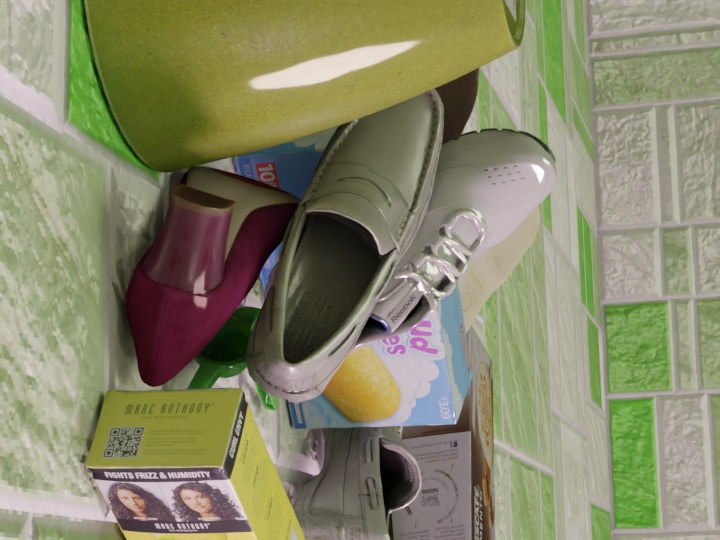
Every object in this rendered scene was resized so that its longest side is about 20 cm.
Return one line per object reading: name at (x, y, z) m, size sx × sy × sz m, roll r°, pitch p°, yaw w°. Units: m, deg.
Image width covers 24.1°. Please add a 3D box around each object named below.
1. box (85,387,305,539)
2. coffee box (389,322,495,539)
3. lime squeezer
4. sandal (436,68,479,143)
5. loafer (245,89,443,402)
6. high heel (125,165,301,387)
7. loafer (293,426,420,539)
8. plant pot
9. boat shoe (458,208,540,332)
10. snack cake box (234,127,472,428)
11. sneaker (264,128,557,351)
box at (-0.071, 0.141, 0.860) m, size 0.201 × 0.075 × 0.050 m, roll 73°, pitch 21°, yaw -45°
coffee box at (0.063, 0.156, 1.370) m, size 0.114 × 0.079 × 0.201 m, roll 54°, pitch 34°, yaw -64°
lime squeezer at (-0.077, 0.056, 0.959) m, size 0.071 × 0.038 × 0.200 m, roll -64°, pitch 170°, yaw 9°
sandal at (0.032, -0.087, 1.126) m, size 0.055 × 0.081 × 0.201 m, roll 37°, pitch -45°, yaw 51°
loafer at (-0.003, -0.023, 0.922) m, size 0.070 × 0.070 × 0.201 m, roll 124°, pitch -12°, yaw -73°
high heel at (-0.083, -0.001, 0.918) m, size 0.200 × 0.067 × 0.097 m, roll -25°, pitch 133°, yaw -76°
loafer at (0.009, 0.141, 1.147) m, size 0.200 × 0.069 × 0.070 m, roll -65°, pitch 148°, yaw -63°
plant pot at (-0.018, -0.154, 0.888) m, size 0.187 × 0.199 × 0.188 m, roll -4°, pitch 90°, yaw -76°
boat shoe at (0.060, 0.011, 1.329) m, size 0.202 × 0.063 × 0.074 m, roll -50°, pitch 142°, yaw -21°
snack cake box at (0.000, 0.000, 1.089) m, size 0.067 × 0.114 × 0.201 m, roll -63°, pitch 146°, yaw -60°
sneaker at (0.035, -0.005, 0.989) m, size 0.075 × 0.200 × 0.087 m, roll 46°, pitch 15°, yaw -28°
